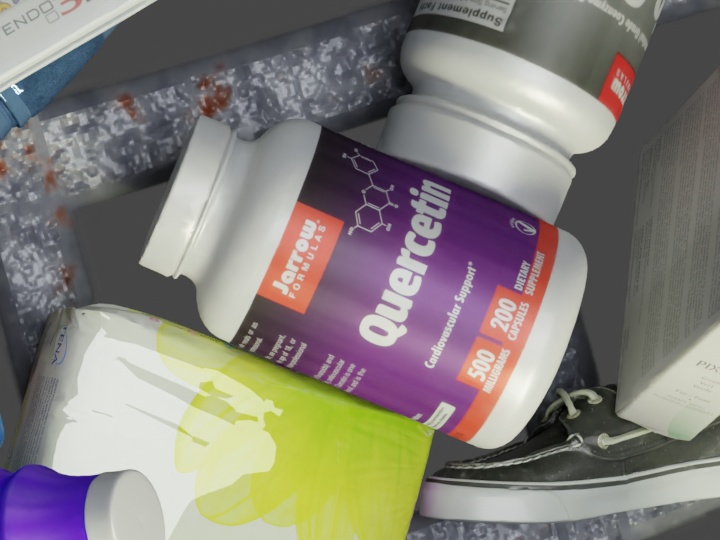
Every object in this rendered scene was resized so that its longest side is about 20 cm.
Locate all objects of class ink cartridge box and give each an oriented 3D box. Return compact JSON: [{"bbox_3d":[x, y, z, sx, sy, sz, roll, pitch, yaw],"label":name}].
[{"bbox_3d":[0.188,-0.029,1.400,0.050,0.200,0.162,17,61,-15],"label":"ink cartridge box"}]

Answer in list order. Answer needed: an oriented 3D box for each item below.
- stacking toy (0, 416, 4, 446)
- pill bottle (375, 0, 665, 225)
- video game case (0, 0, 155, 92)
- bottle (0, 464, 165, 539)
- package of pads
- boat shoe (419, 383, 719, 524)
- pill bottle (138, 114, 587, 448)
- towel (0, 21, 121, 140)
[{"bbox_3d":[-0.229,-0.007,1.334,0.109,0.116,0.201,-5,79,-15],"label":"stacking toy"},{"bbox_3d":[0.088,-0.128,1.431,0.113,0.114,0.201,25,82,-19],"label":"pill bottle"},{"bbox_3d":[-0.187,-0.185,1.333,0.181,0.023,0.201,-31,83,-9],"label":"video game case"},{"bbox_3d":[-0.183,0.128,1.300,0.199,0.065,0.084,-13,93,25],"label":"bottle"},{"bbox_3d":[-0.074,0.112,1.394,0.199,0.068,0.155,18,80,-20],"label":"package of pads"},{"bbox_3d":[0.117,0.090,1.473,0.199,0.071,0.064,-6,93,-28],"label":"boat shoe"},{"bbox_3d":[0.000,0.000,1.380,0.199,0.112,0.113,23,83,-6],"label":"pill bottle"},{"bbox_3d":[-0.144,-0.164,1.379,0.112,0.048,0.200,45,76,-16],"label":"towel"}]
